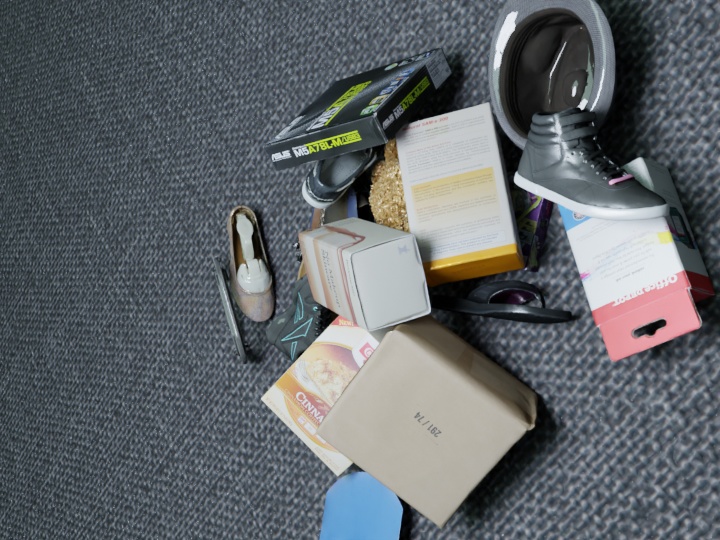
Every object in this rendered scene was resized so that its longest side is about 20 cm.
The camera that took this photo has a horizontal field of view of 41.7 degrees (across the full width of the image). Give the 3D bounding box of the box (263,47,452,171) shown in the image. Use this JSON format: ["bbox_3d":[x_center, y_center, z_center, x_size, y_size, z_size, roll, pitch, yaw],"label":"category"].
[{"bbox_3d":[-0.002,-0.214,1.254,0.193,0.200,0.048,-6,122,39],"label":"box"}]

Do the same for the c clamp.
[{"bbox_3d":[-0.208,0.061,1.527,0.171,0.027,0.200,107,147,-71],"label":"c clamp"}]

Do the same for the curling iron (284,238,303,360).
[{"bbox_3d":[-0.091,0.039,1.452,0.049,0.026,0.200,11,96,7],"label":"curling iron"}]

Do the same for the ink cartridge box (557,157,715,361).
[{"bbox_3d":[0.308,-0.008,1.048,0.116,0.067,0.200,-29,63,37],"label":"ink cartridge box"}]

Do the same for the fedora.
[{"bbox_3d":[0.243,-0.234,1.131,0.177,0.090,0.200,-8,87,45],"label":"fedora"}]

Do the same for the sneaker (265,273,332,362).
[{"bbox_3d":[-0.064,0.061,1.347,0.079,0.075,0.200,50,136,17],"label":"sneaker"}]

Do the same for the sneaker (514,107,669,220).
[{"bbox_3d":[0.246,-0.119,1.015,0.200,0.071,0.099,29,124,48],"label":"sneaker"}]

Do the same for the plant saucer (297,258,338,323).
[{"bbox_3d":[-0.019,0.043,1.362,0.200,0.035,0.201,6,97,49],"label":"plant saucer"}]

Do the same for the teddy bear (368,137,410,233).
[{"bbox_3d":[0.041,-0.088,1.292,0.145,0.067,0.200,-32,51,58],"label":"teddy bear"}]

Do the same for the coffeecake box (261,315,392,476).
[{"bbox_3d":[-0.012,0.156,1.283,0.154,0.073,0.200,45,118,4],"label":"coffeecake box"}]

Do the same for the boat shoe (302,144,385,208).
[{"bbox_3d":[-0.008,-0.171,1.323,0.200,0.076,0.060,-61,7,-25],"label":"boat shoe"}]

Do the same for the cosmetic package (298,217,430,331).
[{"bbox_3d":[0.000,0.000,1.178,0.200,0.087,0.104,-161,56,-68],"label":"cosmetic package"}]

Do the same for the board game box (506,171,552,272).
[{"bbox_3d":[0.156,-0.074,1.235,0.200,0.032,0.120,16,97,44],"label":"board game box"}]

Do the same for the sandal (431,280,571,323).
[{"bbox_3d":[0.169,0.035,1.171,0.200,0.075,0.048,6,84,45],"label":"sandal"}]

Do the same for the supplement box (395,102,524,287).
[{"bbox_3d":[0.122,-0.092,1.173,0.126,0.074,0.200,-12,71,15],"label":"supplement box"}]

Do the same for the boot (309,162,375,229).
[{"bbox_3d":[-0.012,-0.127,1.383,0.097,0.075,0.200,15,105,37],"label":"boot"}]

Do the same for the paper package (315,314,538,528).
[{"bbox_3d":[0.081,0.176,1.154,0.200,0.103,0.191,37,113,3],"label":"paper package"}]

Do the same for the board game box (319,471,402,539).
[{"bbox_3d":[0.008,0.380,1.301,0.158,0.039,0.200,-1,78,49],"label":"board game box"}]

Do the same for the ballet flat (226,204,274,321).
[{"bbox_3d":[-0.180,-0.017,1.514,0.067,0.068,0.200,112,145,-61],"label":"ballet flat"}]
